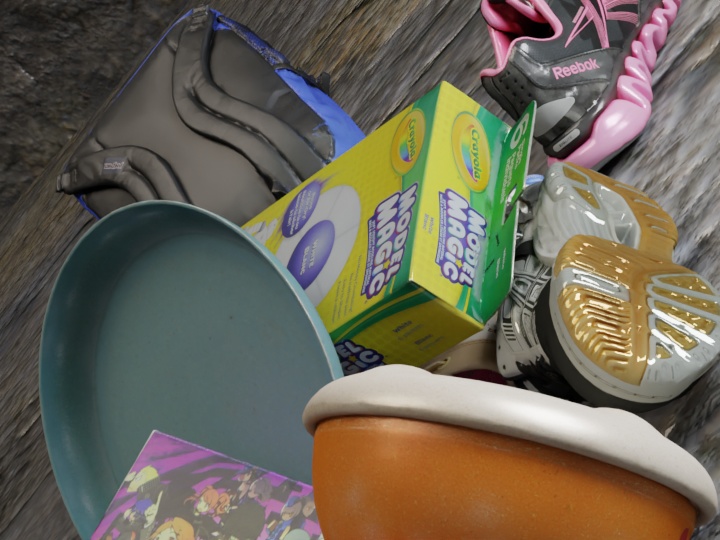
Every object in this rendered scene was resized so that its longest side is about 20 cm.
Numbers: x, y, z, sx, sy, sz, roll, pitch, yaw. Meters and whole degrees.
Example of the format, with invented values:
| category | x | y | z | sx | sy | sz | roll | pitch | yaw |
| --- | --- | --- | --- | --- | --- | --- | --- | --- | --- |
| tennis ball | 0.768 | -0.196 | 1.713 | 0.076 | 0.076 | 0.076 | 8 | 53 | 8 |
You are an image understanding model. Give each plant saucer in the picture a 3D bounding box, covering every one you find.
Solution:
| category | x | y | z | sx | sy | sz | roll | pitch | yaw |
| --- | --- | --- | --- | --- | --- | --- | --- | --- | --- |
| plant saucer | -0.070 | 0.067 | 0.982 | 0.027 | 0.201 | 0.200 | -13 | -22 | -47 |

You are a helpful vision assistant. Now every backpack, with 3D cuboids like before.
| category | x | y | z | sx | sy | sz | roll | pitch | yaw |
| --- | --- | --- | --- | --- | --- | --- | --- | --- | --- |
| backpack | -0.056 | -0.048 | 1.388 | 0.163 | 0.168 | 0.200 | -55 | 45 | 7 |

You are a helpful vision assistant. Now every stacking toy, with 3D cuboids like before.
| category | x | y | z | sx | sy | sz | roll | pitch | yaw |
| --- | --- | --- | --- | --- | --- | --- | --- | --- | --- |
| stacking toy | 0.032 | 0.143 | 0.741 | 0.146 | 0.146 | 0.201 | -21 | 53 | 67 |

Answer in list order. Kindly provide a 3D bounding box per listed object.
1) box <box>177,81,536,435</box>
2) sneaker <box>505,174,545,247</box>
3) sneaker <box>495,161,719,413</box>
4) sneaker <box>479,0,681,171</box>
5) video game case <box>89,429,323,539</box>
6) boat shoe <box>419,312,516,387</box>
| category | x | y | z | sx | sy | sz | roll | pitch | yaw |
| --- | --- | --- | --- | --- | --- | --- | --- | --- | --- |
| box | 0.000 | 0.000 | 0.992 | 0.200 | 0.048 | 0.118 | -32 | 36 | 41 |
| sneaker | 0.022 | 0.023 | 1.057 | 0.200 | 0.079 | 0.089 | -43 | 31 | 11 |
| sneaker | 0.096 | 0.028 | 0.897 | 0.200 | 0.075 | 0.088 | -82 | 17 | -72 |
| sneaker | 0.109 | -0.128 | 1.164 | 0.079 | 0.095 | 0.200 | -47 | 13 | 32 |
| video game case | -0.053 | 0.169 | 0.871 | 0.200 | 0.036 | 0.182 | 15 | 68 | 42 |
| boat shoe | 0.002 | 0.100 | 0.994 | 0.200 | 0.074 | 0.069 | -53 | 12 | 14 |
